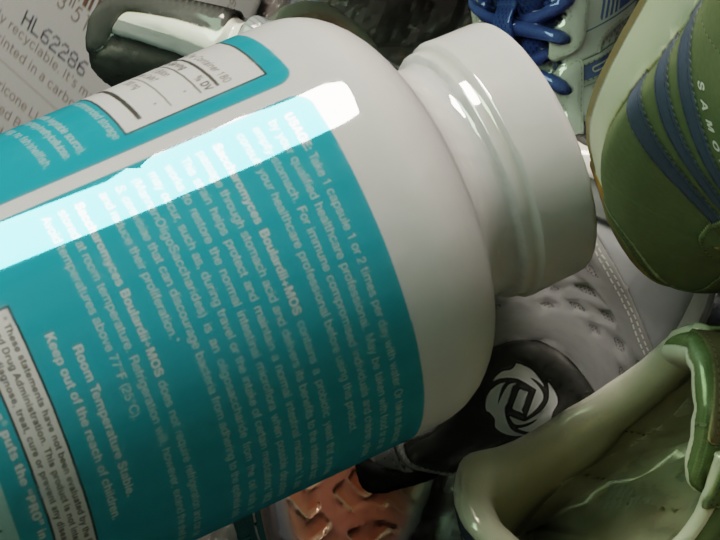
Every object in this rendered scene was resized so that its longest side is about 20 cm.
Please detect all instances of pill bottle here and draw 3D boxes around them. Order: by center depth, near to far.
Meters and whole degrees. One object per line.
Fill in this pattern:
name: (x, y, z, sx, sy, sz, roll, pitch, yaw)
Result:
pill bottle: (-0.044, 0.007, 0.698, 0.199, 0.111, 0.111, -24, 41, -16)

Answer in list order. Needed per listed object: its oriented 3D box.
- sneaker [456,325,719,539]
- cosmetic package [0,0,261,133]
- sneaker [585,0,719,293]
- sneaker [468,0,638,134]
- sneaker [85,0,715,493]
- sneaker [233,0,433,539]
sneaker: (0.115, 0.046, 0.718, 0.200, 0.090, 0.067, -25, 46, 22)
cosmetic package: (-0.175, -0.077, 0.990, 0.199, 0.167, 0.167, 2, 63, 40)
sneaker: (0.099, -0.023, 0.630, 0.067, 0.200, 0.090, -12, 65, -11)
sneaker: (0.054, -0.065, 0.860, 0.075, 0.088, 0.201, -1, 61, 35)
sneaker: (0.000, 0.000, 0.795, 0.199, 0.075, 0.116, 20, 93, 12)
sneaker: (-0.026, 0.018, 0.886, 0.080, 0.071, 0.201, -34, 47, 43)
